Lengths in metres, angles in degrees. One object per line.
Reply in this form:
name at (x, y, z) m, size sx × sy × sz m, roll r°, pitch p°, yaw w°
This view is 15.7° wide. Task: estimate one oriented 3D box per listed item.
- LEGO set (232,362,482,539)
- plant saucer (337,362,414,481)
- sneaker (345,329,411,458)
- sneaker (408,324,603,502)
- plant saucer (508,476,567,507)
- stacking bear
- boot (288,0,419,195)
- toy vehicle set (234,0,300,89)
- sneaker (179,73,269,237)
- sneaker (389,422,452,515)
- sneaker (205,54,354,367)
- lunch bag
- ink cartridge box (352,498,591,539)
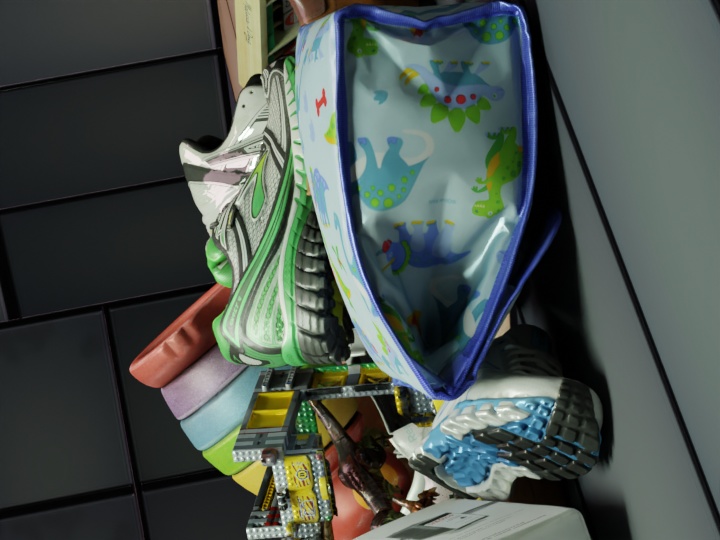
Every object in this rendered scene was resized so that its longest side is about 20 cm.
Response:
LEGO set at (0.001, 0.144, 1.495) m, size 0.116 × 0.153 × 0.201 m, roll -72°, pitch -16°, yaw -64°
plant saucer at (0.026, 0.158, 1.813) m, size 0.200 × 0.032 × 0.201 m, roll 34°, pitch -134°, yaw -44°
sneaker at (0.017, 0.025, 1.662) m, size 0.075 × 0.082 × 0.200 m, roll -20°, pitch 99°, yaw 43°
sneaker at (0.081, 0.064, 1.367) m, size 0.087 × 0.075 × 0.200 m, roll -67°, pitch 11°, yaw -16°
plant saucer at (0.098, 0.166, 1.526) m, size 0.200 × 0.037 × 0.201 m, roll 169°, pitch 90°, yaw -84°
stacking bear at (-0.045, 0.101, 1.686) m, size 0.200 × 0.121 × 0.114 m, roll 48°, pitch 148°, yaw -4°
boot at (-0.036, -0.138, 1.466) m, size 0.068 × 0.188 × 0.201 m, roll -14°, pitch 77°, yaw 46°
toy vehicle set at (-0.024, -0.191, 1.655) m, size 0.027 × 0.124 × 0.200 m, roll 48°, pitch 164°, yaw 18°
sneaker at (-0.034, -0.092, 1.604) m, size 0.088 × 0.200 × 0.076 m, roll 60°, pitch -154°, yaw 7°
sneaker at (0.061, 0.183, 1.663) m, size 0.075 × 0.088 × 0.201 m, roll -127°, pitch 26°, yaw -74°
sneaker at (-0.051, -0.037, 1.499) m, size 0.078 × 0.085 × 0.201 m, roll 60°, pitch -153°, yaw -55°
lunch bag at (0.032, -0.036, 1.357) m, size 0.170 × 0.127 × 0.201 m, roll -165°, pitch 74°, yaw -84°
ink cartridge box at (0.069, 0.202, 1.364) m, size 0.147 × 0.083 × 0.200 m, roll 70°, pitch 164°, yaw -2°
